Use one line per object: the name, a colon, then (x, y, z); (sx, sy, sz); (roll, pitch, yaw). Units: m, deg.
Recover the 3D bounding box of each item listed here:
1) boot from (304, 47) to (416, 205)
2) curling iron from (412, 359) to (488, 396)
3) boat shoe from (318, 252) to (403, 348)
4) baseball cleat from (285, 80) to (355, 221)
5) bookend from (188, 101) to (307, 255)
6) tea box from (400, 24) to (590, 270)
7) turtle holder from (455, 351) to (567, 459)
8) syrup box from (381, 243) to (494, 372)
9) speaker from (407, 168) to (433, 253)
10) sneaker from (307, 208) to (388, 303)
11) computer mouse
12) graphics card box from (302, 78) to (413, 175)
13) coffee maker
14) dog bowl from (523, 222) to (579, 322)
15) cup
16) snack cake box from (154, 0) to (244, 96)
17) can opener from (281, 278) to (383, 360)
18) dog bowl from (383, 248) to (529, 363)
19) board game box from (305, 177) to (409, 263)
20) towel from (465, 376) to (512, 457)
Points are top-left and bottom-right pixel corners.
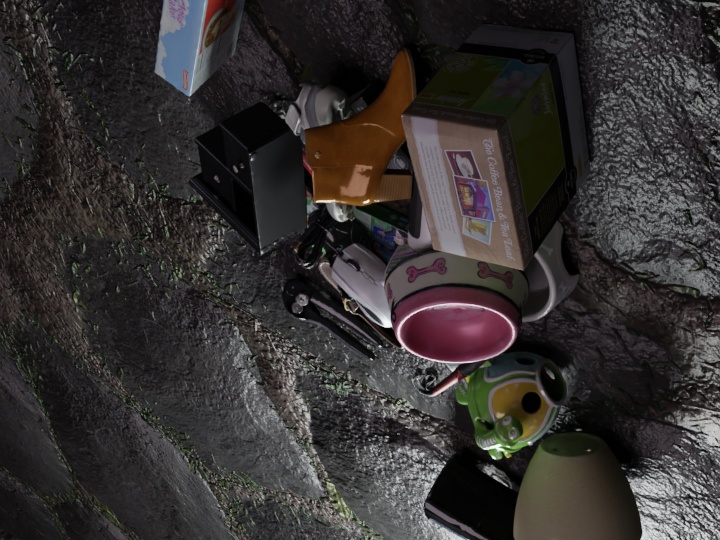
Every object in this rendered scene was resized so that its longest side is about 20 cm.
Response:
boot: (-0.002, -0.184, 1.495); (0.141, 0.071, 0.205); (1, 102, -4)
curling iron: (0.142, 0.144, 1.713); (0.049, 0.026, 0.199); (36, 143, -17)
boat shoe: (0.009, 0.045, 1.851); (0.199, 0.060, 0.072); (39, 146, 2)
baseball cleat: (-0.048, -0.167, 1.592); (0.105, 0.069, 0.203); (24, 131, 34)
bookend: (-0.174, -0.167, 1.714); (0.199, 0.091, 0.202); (43, 151, 32)
tea box: (0.166, -0.148, 1.373); (0.132, 0.197, 0.202); (13, 137, 32)
turtle holder: (0.222, 0.190, 1.712); (0.131, 0.184, 0.143); (-29, 72, 32)
syrup box: (0.123, 0.051, 1.705); (0.078, 0.082, 0.201); (-13, 128, 40)
speaker: (0.106, -0.124, 1.511); (0.080, 0.081, 0.203); (19, 123, 26)
sneaker: (-0.009, -0.009, 1.745); (0.200, 0.079, 0.075); (44, 147, -2)
computer mouse: (0.000, 0.000, 1.694); (0.200, 0.110, 0.044); (43, 166, -11)
graphics card box: (-0.005, -0.174, 1.634); (0.126, 0.051, 0.199); (51, 143, -14)
coffee maker: (0.219, 0.405, 1.990); (0.198, 0.135, 0.194); (27, 141, 20)
dog bowl: (0.202, -0.013, 1.608); (0.198, 0.059, 0.202); (24, 142, 21)
cup: (0.327, 0.333, 1.779); (0.198, 0.199, 0.146); (5, 107, 39)
snack cake box: (-0.214, -0.349, 1.581); (0.067, 0.115, 0.201); (34, 145, 8)
can opener: (-0.047, 0.079, 1.957); (0.198, 0.079, 0.064); (30, 106, 9)
dog bowl: (0.128, 0.054, 1.559); (0.196, 0.075, 0.201); (3, 147, 2)
board game box: (0.006, -0.052, 1.775); (0.198, 0.029, 0.136); (26, 144, 19)
towel: (0.191, 0.201, 1.846); (0.202, 0.018, 0.086); (62, -178, -27)
